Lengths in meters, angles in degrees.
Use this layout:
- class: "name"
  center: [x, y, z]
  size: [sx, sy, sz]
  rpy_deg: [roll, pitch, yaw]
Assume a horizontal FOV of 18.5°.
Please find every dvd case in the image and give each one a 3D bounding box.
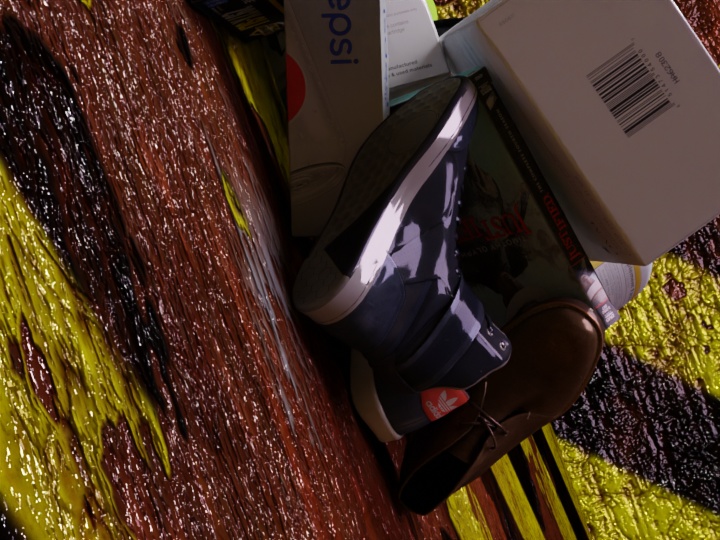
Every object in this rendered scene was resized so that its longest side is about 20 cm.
- class: "dvd case"
  center: [0.084, -0.037, 1.540]
  size: [0.146, 0.022, 0.200]
  rpy_deg: [-15, -71, 53]

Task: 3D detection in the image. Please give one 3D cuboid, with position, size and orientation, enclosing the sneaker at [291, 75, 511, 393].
- class: "sneaker"
  center: [0.052, -0.014, 1.450]
  size: [0.146, 0.077, 0.202]
  rpy_deg: [42, 65, -28]

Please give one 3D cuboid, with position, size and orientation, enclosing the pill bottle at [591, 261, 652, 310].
- class: "pill bottle"
  center: [0.152, -0.005, 1.692]
  size: [0.112, 0.200, 0.112]
  rpy_deg: [41, -28, 28]

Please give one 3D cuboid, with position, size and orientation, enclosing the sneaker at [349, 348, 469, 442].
- class: "sneaker"
  center: [0.036, 0.025, 1.552]
  size: [0.075, 0.084, 0.200]
  rpy_deg: [50, 26, -51]

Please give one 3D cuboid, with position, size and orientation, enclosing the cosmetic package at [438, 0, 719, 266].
- class: "cosmetic package"
  center: [0.164, -0.117, 1.536]
  size: [0.199, 0.123, 0.200]
  rpy_deg: [55, -3, -4]

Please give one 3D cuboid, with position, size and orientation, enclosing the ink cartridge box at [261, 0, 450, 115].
- class: "ink cartridge box"
  center: [-0.022, -0.209, 1.632]
  size: [0.200, 0.086, 0.146]
  rpy_deg: [70, -21, 5]

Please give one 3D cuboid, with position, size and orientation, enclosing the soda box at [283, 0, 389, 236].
- class: "soda box"
  center: [-0.015, -0.125, 1.499]
  size: [0.063, 0.068, 0.200]
  rpy_deg: [-62, 151, -81]

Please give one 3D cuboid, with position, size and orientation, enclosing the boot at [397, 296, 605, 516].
- class: "boot"
  center: [0.096, 0.100, 1.520]
  size: [0.074, 0.200, 0.075]
  rpy_deg: [39, 31, -3]

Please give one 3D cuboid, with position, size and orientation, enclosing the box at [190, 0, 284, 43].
- class: "box"
  center: [-0.099, -0.247, 1.494]
  size: [0.200, 0.049, 0.160]
  rpy_deg: [18, 55, -82]

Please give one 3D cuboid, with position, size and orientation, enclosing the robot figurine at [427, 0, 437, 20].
- class: "robot figurine"
  center: [0.002, -0.259, 2.054]
  size: [0.200, 0.116, 0.176]
  rpy_deg: [62, 23, -51]

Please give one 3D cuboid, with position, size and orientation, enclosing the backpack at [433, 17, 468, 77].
- class: "backpack"
  center: [0.079, -0.128, 1.767]
  size: [0.176, 0.200, 0.154]
  rpy_deg: [-6, 106, -60]
